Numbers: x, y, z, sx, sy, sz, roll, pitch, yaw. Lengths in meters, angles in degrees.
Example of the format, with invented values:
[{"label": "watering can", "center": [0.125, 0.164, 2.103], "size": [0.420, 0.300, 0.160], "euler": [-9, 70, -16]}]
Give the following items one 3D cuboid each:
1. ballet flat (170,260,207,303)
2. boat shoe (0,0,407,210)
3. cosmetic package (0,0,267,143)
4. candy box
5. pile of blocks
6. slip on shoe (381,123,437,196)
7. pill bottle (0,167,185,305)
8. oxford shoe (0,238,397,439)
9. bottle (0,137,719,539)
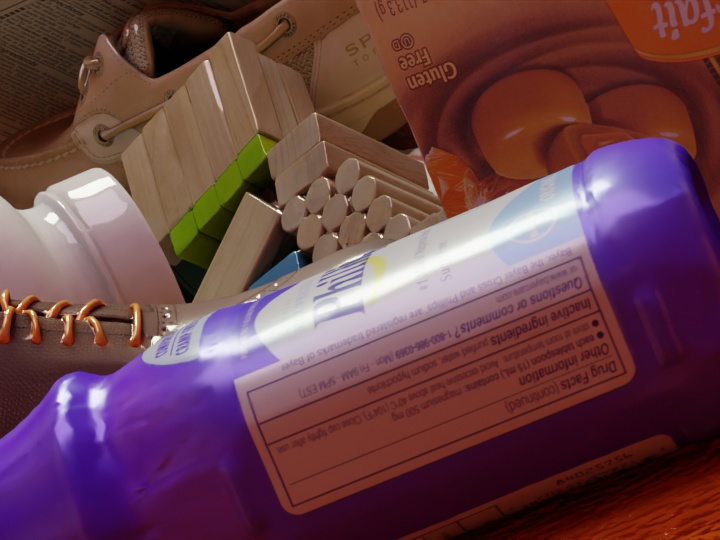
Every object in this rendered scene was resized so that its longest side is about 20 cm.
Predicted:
[{"label": "ballet flat", "center": [-0.074, 0.025, 1.062], "size": [0.071, 0.072, 0.200], "euler": [-18, 7, 40]}, {"label": "boat shoe", "center": [-0.061, -0.063, 1.033], "size": [0.199, 0.065, 0.072], "euler": [-13, 26, 43]}, {"label": "cosmetic package", "center": [-0.092, -0.112, 1.087], "size": [0.199, 0.074, 0.103], "euler": [-17, -30, 40]}, {"label": "candy box", "center": [0.108, -0.054, 0.758], "size": [0.199, 0.116, 0.055], "euler": [-19, 8, 33]}, {"label": "pile of blocks", "center": [0.000, 0.000, 0.901], "size": [0.200, 0.062, 0.082], "euler": [37, 101, 52]}, {"label": "slip on shoe", "center": [0.028, -0.025, 1.022], "size": [0.061, 0.075, 0.200], "euler": [-19, 11, -13]}, {"label": "pill bottle", "center": [-0.151, 0.044, 0.890], "size": [0.199, 0.113, 0.112], "euler": [-26, 7, -16]}, {"label": "oxford shoe", "center": [-0.071, 0.034, 0.804], "size": [0.199, 0.073, 0.071], "euler": [-28, 17, 0]}, {"label": "bottle", "center": [-0.009, 0.035, 0.672], "size": [0.199, 0.066, 0.084], "euler": [-22, 8, 10]}]
